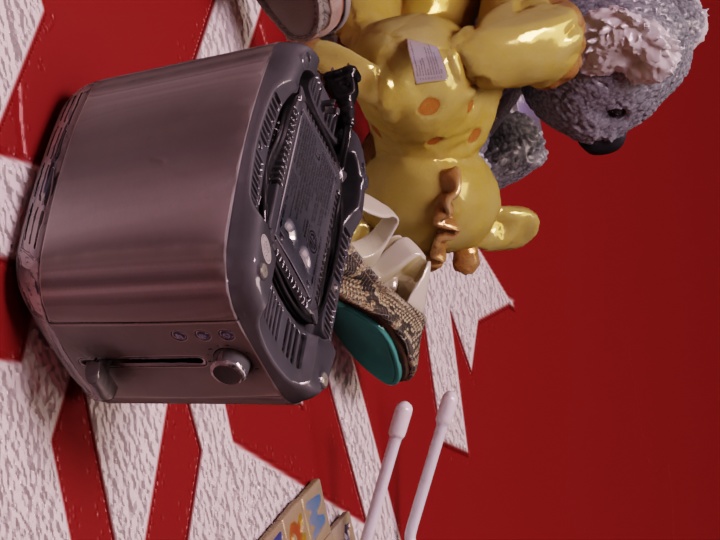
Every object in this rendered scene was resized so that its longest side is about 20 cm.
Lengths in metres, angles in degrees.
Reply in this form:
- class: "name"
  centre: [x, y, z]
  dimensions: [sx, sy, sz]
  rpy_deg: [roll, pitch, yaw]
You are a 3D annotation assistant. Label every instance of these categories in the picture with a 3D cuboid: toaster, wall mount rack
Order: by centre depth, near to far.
- class: "toaster"
  centre: [-0.077, -0.025, 1.320]
  dimensions: [0.114, 0.129, 0.200]
  rpy_deg: [63, 29, -45]
- class: "wall mount rack"
  centre: [0.042, 0.166, 1.658]
  dimensions: [0.174, 0.075, 0.200]
  rpy_deg: [68, 13, 5]

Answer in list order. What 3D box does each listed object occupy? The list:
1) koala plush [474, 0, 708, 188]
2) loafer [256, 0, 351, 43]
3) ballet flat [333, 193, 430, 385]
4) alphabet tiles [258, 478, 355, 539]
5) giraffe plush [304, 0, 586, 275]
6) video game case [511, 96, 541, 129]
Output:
- class: "koala plush"
  centre: [0.119, -0.138, 1.796]
  dimensions: [0.177, 0.200, 0.184]
  rpy_deg: [-28, 109, -69]
- class: "loafer"
  centre: [-0.068, -0.210, 1.522]
  dimensions: [0.063, 0.072, 0.200]
  rpy_deg: [-41, 116, -47]
- class: "ballet flat"
  centre: [0.000, 0.000, 1.597]
  dimensions: [0.075, 0.068, 0.200]
  rpy_deg: [-54, 146, -7]
- class: "alphabet tiles"
  centre: [-0.027, 0.214, 1.554]
  dimensions: [0.200, 0.006, 0.167]
  rpy_deg: [-43, 124, -66]
- class: "giraffe plush"
  centre: [0.045, -0.083, 1.670]
  dimensions: [0.200, 0.172, 0.162]
  rpy_deg: [-67, 160, -58]
- class: "video game case"
  centre: [0.091, -0.166, 1.999]
  dimensions: [0.143, 0.019, 0.200]
  rpy_deg: [-27, 109, -69]
